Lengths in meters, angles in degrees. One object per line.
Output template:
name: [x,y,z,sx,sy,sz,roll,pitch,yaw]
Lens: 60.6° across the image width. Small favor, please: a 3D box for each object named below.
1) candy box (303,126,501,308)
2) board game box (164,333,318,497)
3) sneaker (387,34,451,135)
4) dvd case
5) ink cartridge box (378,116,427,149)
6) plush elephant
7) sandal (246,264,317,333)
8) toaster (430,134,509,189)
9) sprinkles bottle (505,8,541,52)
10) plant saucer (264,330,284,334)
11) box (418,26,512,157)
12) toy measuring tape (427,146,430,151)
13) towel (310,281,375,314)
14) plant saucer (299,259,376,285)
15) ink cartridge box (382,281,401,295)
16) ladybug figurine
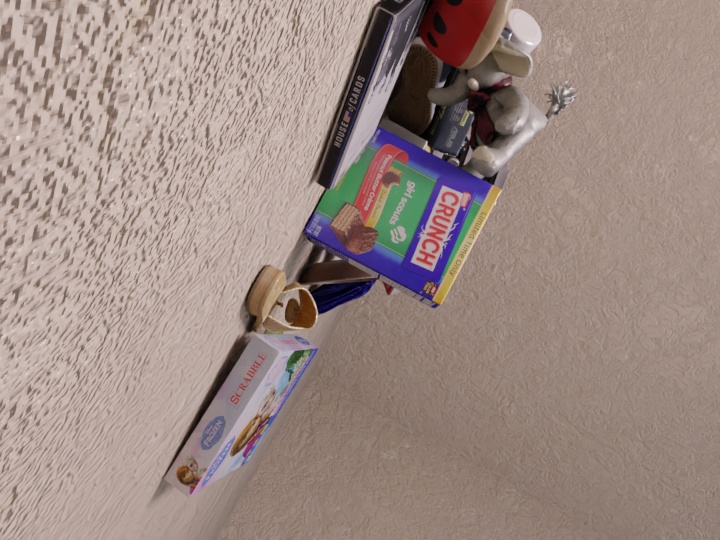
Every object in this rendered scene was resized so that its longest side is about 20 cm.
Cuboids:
candy box: [0.053,-0.070,0.805,0.169,0.200,0.077,-62,178,-4]
board game box: [-0.143,0.176,0.801,0.200,0.041,0.200,-58,169,1]
sneaker: [0.100,-0.290,0.914,0.109,0.070,0.200,-59,174,-22]
dvd case: [0.015,-0.200,0.657,0.200,0.025,0.150,-64,177,41]
ink cartridge box: [0.025,-0.124,0.989,0.200,0.084,0.146,-62,177,0]
plush elephant: [0.168,-0.227,0.816,0.200,0.155,0.165,-41,-178,2]
sandal: [-0.086,0.050,0.739,0.078,0.070,0.212,-61,178,-12]
toaster: [0.169,-0.191,1.268,0.200,0.181,0.119,-22,-138,56]
sprinkles bottle: [0.201,-0.328,0.997,0.200,0.068,0.068,-40,-163,54]
plant saucer: [-0.165,0.174,0.951,0.200,0.031,0.200,-63,178,-4]
box: [0.141,-0.298,0.969,0.200,0.051,0.158,-68,-154,21]
toy measuring tape: [0.092,-0.215,1.128,0.074,0.073,0.201,-57,143,-67]
towel: [-0.030,0.039,1.233,0.147,0.050,0.200,-22,-177,9]
plant saucer: [0.000,0.000,0.986,0.200,0.200,0.035,23,62,-88]
ink cartridge box: [0.069,-0.075,1.191,0.083,0.200,0.146,-14,159,-17]
ladybug figurine: [0.112,-0.301,0.684,0.200,0.072,0.136,161,-73,-80]
